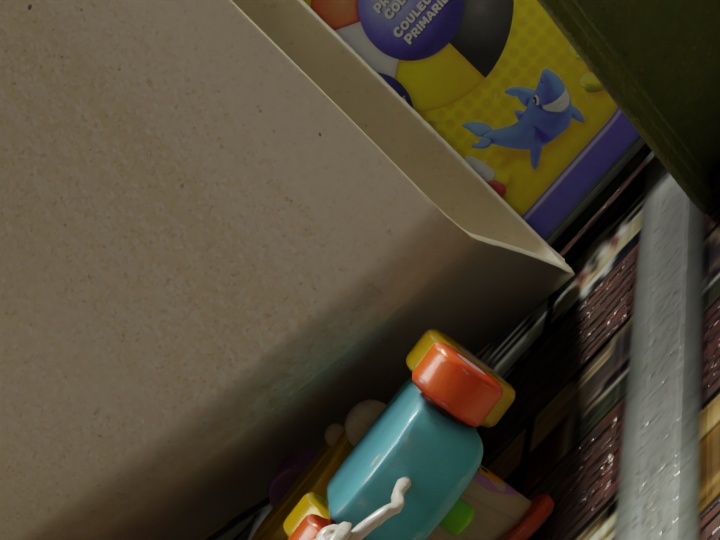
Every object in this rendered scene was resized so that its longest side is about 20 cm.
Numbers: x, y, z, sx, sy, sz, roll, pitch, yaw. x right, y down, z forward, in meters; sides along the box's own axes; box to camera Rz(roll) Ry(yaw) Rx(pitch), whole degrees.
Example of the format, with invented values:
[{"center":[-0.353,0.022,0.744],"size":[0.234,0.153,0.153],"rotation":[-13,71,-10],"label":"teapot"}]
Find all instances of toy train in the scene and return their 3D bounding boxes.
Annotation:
[{"center":[-0.013,0.101,0.716],"size":[0.150,0.056,0.200],"rotation":[-58,7,-36],"label":"toy train"}]

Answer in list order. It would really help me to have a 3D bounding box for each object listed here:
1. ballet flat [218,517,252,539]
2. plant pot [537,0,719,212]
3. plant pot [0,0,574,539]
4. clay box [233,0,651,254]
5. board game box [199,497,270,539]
[{"center":[-0.053,0.074,1.101],"size":[0.065,0.071,0.200],"rotation":[-8,37,37],"label":"ballet flat"},{"center":[0.116,-0.153,0.761],"size":[0.190,0.200,0.200],"rotation":[-37,9,7],"label":"plant pot"},{"center":[-0.076,-0.009,0.806],"size":[0.177,0.200,0.200],"rotation":[-47,-12,7],"label":"plant pot"},{"center":[0.017,-0.098,0.911],"size":[0.115,0.200,0.048],"rotation":[-49,-11,17],"label":"clay box"},{"center":[-0.125,0.054,0.972],"size":[0.200,0.166,0.057],"rotation":[-33,39,1],"label":"board game box"}]
